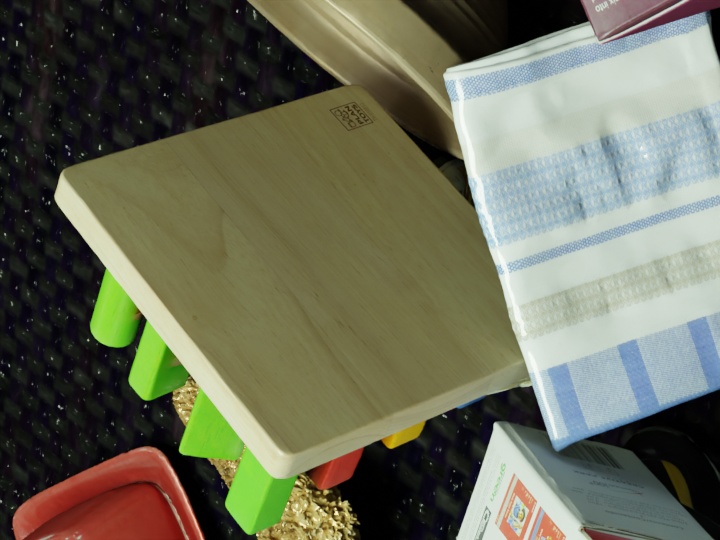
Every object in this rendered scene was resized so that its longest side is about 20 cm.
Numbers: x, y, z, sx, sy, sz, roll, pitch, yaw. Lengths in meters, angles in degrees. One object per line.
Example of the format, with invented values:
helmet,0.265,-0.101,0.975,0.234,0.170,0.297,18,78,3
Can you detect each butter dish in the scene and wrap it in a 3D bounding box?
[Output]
butter dish,-0.187,0.243,1.490,0.199,0.147,0.201,-27,85,44

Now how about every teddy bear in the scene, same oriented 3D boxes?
teddy bear,-0.035,0.138,1.346,0.067,0.145,0.201,-32,83,-1

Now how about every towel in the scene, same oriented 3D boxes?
towel,0.132,-0.027,1.108,0.024,0.146,0.201,-175,68,-76

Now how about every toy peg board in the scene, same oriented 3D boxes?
toy peg board,-0.031,0.024,1.151,0.200,0.198,0.098,49,139,26

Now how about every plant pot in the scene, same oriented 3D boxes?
plant pot,0.011,-0.154,1.176,0.201,0.201,0.093,38,85,28

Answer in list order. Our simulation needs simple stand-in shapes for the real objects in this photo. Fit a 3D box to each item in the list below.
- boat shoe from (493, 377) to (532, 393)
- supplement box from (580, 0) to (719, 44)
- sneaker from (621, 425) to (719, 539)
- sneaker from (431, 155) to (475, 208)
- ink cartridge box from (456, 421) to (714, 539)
boat shoe,0.098,0.026,1.202,0.200,0.068,0.075,-35,80,44
supplement box,0.143,-0.223,1.031,0.103,0.131,0.201,-25,86,46
sneaker,0.154,0.185,1.164,0.069,0.090,0.202,4,97,16
sneaker,0.000,0.000,1.281,0.088,0.075,0.200,49,130,23
ink cartridge box,0.095,0.203,1.090,0.176,0.083,0.201,-127,53,-67
